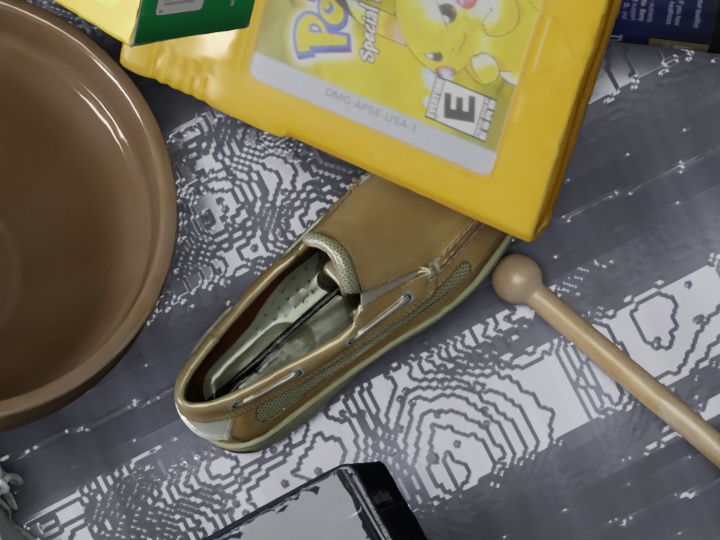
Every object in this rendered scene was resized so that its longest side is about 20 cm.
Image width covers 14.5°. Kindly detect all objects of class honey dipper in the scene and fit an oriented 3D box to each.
[{"bbox_3d":[0.137,0.060,1.229,0.200,0.038,0.038,42,89,9],"label":"honey dipper"}]

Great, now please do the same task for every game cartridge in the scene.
[{"bbox_3d":[0.008,-0.125,1.156,0.200,0.032,0.177,23,119,13],"label":"game cartridge"}]

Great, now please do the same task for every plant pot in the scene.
[{"bbox_3d":[-0.183,-0.015,1.207,0.200,0.093,0.201,5,67,-12],"label":"plant pot"}]

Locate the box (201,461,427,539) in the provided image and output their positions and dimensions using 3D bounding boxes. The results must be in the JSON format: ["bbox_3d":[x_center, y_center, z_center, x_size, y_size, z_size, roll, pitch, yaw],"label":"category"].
[{"bbox_3d":[-0.001,0.188,1.125,0.124,0.200,0.197,-28,85,2],"label":"box"}]

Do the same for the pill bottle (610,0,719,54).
[{"bbox_3d":[0.122,-0.152,1.203,0.200,0.112,0.112,8,87,4],"label":"pill bottle"}]

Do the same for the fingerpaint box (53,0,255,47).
[{"bbox_3d":[-0.101,-0.215,1.120,0.167,0.073,0.200,31,119,33],"label":"fingerpaint box"}]

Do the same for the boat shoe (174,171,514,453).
[{"bbox_3d":[0.000,0.000,1.214,0.072,0.076,0.200,42,88,18],"label":"boat shoe"}]

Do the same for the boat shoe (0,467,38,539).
[{"bbox_3d":[-0.201,0.084,1.228,0.202,0.074,0.065,35,93,12],"label":"boat shoe"}]
